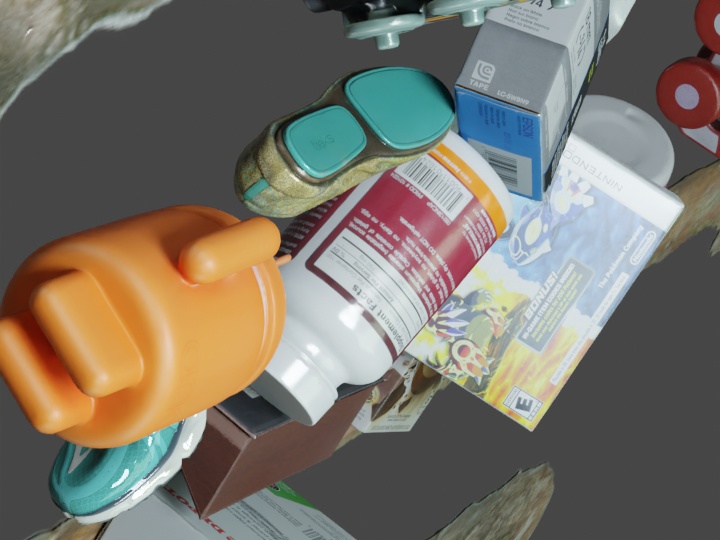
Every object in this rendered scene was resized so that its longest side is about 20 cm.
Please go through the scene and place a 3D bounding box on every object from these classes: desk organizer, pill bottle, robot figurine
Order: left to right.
[{"bbox_3d":[-0.117,0.028,1.208,0.200,0.117,0.144,-22,129,-59],"label":"robot figurine"},{"bbox_3d":[-0.069,0.102,1.554,0.077,0.072,0.200,-58,163,21],"label":"desk organizer"},{"bbox_3d":[0.000,0.000,1.470,0.200,0.113,0.113,-49,162,-14],"label":"pill bottle"},{"bbox_3d":[0.182,-0.041,1.876,0.113,0.113,0.200,-40,159,-38],"label":"pill bottle"}]

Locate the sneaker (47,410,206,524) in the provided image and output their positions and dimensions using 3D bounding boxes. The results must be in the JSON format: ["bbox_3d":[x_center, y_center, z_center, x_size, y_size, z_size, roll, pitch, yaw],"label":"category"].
[{"bbox_3d":[-0.129,0.060,1.348,0.200,0.077,0.080,-56,144,-11],"label":"sneaker"}]

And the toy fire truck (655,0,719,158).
[{"bbox_3d":[0.381,-0.178,2.045,0.112,0.168,0.200,-32,152,-51],"label":"toy fire truck"}]

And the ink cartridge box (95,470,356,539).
[{"bbox_3d":[-0.087,0.213,1.593,0.083,0.147,0.200,-56,162,12],"label":"ink cartridge box"}]

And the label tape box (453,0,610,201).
[{"bbox_3d":[0.127,-0.167,1.474,0.144,0.063,0.200,76,35,-69],"label":"label tape box"}]

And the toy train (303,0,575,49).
[{"bbox_3d":[0.067,-0.175,1.221,0.114,0.200,0.085,-16,96,-64],"label":"toy train"}]

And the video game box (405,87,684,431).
[{"bbox_3d":[0.101,-0.016,1.590,0.200,0.182,0.047,-57,-176,9],"label":"video game box"}]

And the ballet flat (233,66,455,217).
[{"bbox_3d":[-0.013,-0.079,1.381,0.200,0.071,0.071,-30,151,-55],"label":"ballet flat"}]

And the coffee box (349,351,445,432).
[{"bbox_3d":[0.046,0.020,1.684,0.200,0.080,0.113,-57,162,9],"label":"coffee box"}]

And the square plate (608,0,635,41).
[{"bbox_3d":[0.193,-0.235,1.643,0.198,0.028,0.200,-41,160,-56],"label":"square plate"}]
